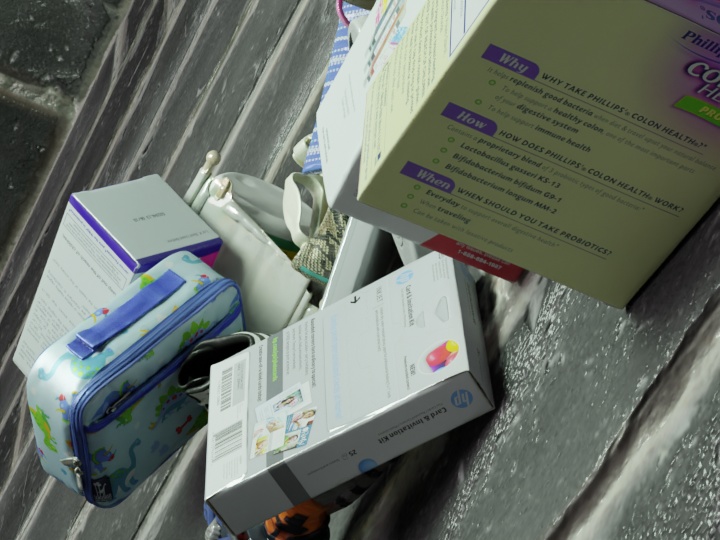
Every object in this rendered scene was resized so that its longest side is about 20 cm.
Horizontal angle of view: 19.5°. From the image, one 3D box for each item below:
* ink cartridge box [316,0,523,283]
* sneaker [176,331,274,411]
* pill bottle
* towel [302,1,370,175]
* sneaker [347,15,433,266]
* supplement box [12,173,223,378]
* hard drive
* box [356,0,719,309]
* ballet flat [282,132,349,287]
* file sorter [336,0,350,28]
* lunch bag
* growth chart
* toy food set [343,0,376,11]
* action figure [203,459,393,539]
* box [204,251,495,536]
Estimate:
[{"bbox_3d":[0.079,-0.128,1.376,0.201,0.145,0.145,-60,18,25],"label":"ink cartridge box"},{"bbox_3d":[-0.108,0.107,1.730,0.201,0.115,0.076,-52,28,45],"label":"sneaker"},{"bbox_3d":[-0.123,0.022,1.910,0.201,0.112,0.113,-64,16,16],"label":"pill bottle"},{"bbox_3d":[0.022,-0.180,1.742,0.144,0.024,0.201,-8,61,43],"label":"towel"},{"bbox_3d":[0.067,-0.097,1.521,0.073,0.111,0.201,174,83,-80],"label":"sneaker"},{"bbox_3d":[-0.215,0.029,1.832,0.103,0.101,0.201,44,128,27],"label":"supplement box"},{"bbox_3d":[0.000,0.000,1.604,0.132,0.027,0.201,73,-146,-76],"label":"hard drive"},{"bbox_3d":[0.120,-0.101,1.147,0.200,0.175,0.097,-54,21,41],"label":"box"},{"bbox_3d":[-0.027,-0.073,1.783,0.068,0.075,0.201,125,160,-47],"label":"ballet flat"},{"bbox_3d":[0.078,-0.256,1.584,0.200,0.125,0.140,-38,34,61],"label":"file sorter"},{"bbox_3d":[-0.182,0.088,1.733,0.200,0.082,0.161,-39,-33,-32],"label":"lunch bag"},{"bbox_3d":[-0.108,0.015,1.818,0.018,0.200,0.145,-12,-34,-54],"label":"growth chart"},{"bbox_3d":[0.002,-0.280,1.528,0.144,0.060,0.200,-65,17,14],"label":"toy food set"},{"bbox_3d":[-0.041,0.200,1.478,0.200,0.104,0.194,-111,37,-51],"label":"action figure"},{"bbox_3d":[-0.011,0.078,1.413,0.199,0.041,0.156,-29,29,14],"label":"box"}]
